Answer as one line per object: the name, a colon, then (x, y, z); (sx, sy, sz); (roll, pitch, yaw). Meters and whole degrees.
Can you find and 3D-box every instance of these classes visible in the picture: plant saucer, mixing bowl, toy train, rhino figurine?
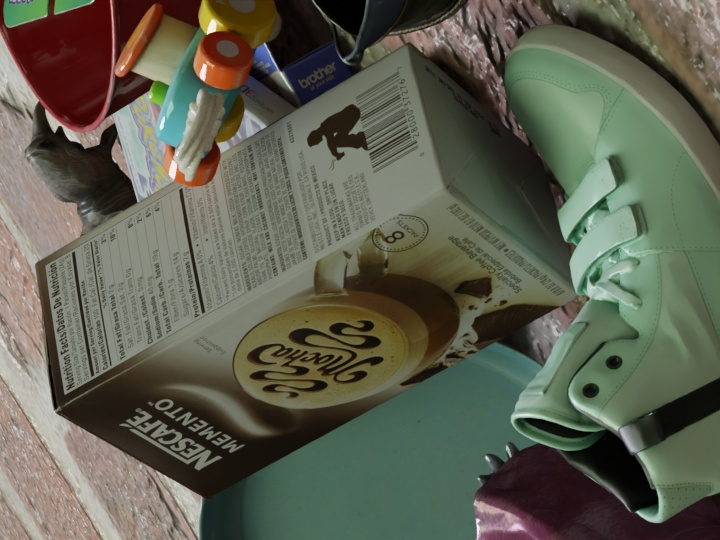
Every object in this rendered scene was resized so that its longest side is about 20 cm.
plant saucer: (0.026, 0.118, 1.150); (0.027, 0.199, 0.201); (-83, -30, -74)
mixing bowl: (-0.107, -0.175, 1.147); (0.200, 0.108, 0.201); (48, 148, 43)
toy train: (-0.048, -0.133, 0.979); (0.055, 0.201, 0.150); (23, 176, 1)
rhino figurine: (-0.141, -0.010, 1.464); (0.060, 0.087, 0.201); (-28, 91, 37)

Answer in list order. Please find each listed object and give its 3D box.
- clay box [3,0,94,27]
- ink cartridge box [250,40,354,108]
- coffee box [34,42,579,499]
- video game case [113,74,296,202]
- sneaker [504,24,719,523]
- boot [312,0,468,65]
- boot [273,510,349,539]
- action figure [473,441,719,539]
clay box: (-0.081, -0.188, 0.971); (0.115, 0.047, 0.201); (0, 76, 64)
ink cartridge box: (-0.014, -0.036, 1.230); (0.201, 0.042, 0.119); (59, 158, -5)
coffee box: (-0.024, 0.005, 1.055); (0.113, 0.199, 0.080); (34, -147, -48)
video game case: (-0.069, -0.033, 1.269); (0.182, 0.023, 0.201); (38, 150, 42)
sneaker: (0.091, 0.000, 0.963); (0.201, 0.118, 0.074); (53, 158, 17)
boot: (0.000, -0.123, 0.971); (0.075, 0.097, 0.200); (58, 154, 1)
boot: (-0.049, 0.085, 1.267); (0.200, 0.070, 0.132); (37, 171, 34)
action figure: (0.132, 0.135, 1.019); (0.200, 0.134, 0.150); (31, 145, 52)
